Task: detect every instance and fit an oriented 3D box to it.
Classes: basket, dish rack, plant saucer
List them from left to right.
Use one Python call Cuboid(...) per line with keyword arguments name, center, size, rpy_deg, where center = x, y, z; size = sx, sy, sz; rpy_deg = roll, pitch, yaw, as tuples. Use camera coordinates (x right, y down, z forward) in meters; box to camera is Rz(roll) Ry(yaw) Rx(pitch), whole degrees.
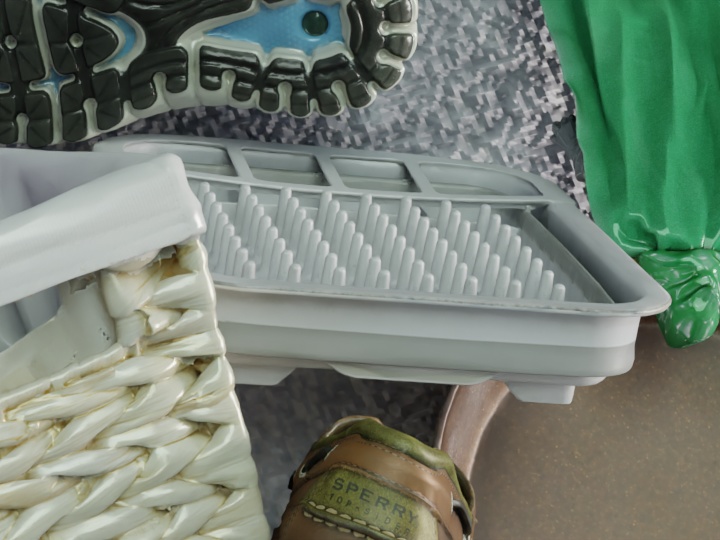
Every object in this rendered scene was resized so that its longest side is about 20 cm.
Cuboid(name="basket", center=(-0.124, 0.042, 0.900), size=(0.135, 0.200, 0.124), rpy_deg=(-22, 102, -21))
Cuboid(name="dish rack", center=(0.000, 0.000, 0.991), size=(0.170, 0.200, 0.044), rpy_deg=(5, 104, -13))
Cuboid(name="plant saucer", center=(0.117, 0.090, 1.042), size=(0.199, 0.035, 0.202), rpy_deg=(5, 64, -11))

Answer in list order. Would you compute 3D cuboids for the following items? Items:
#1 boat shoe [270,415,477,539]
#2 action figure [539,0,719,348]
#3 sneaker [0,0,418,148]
Cuboid(name="boat shoe", center=(0.009, 0.084, 0.920), size=(0.072, 0.200, 0.068), rpy_deg=(21, 85, -2))
Cuboid(name="action figure", center=(0.111, -0.056, 1.080), size=(0.117, 0.055, 0.201), rpy_deg=(7, 50, -10))
Cuboid(name="sneaker", center=(-0.078, -0.091, 1.065), size=(0.198, 0.090, 0.079), rpy_deg=(3, 107, 2))
